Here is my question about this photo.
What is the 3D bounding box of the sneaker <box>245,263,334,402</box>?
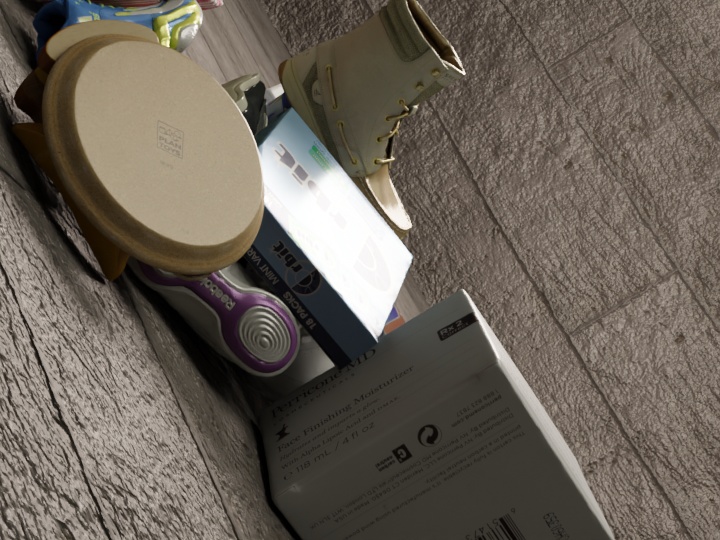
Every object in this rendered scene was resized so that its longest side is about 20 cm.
[{"bbox_3d":[-0.068,0.030,1.349,0.200,0.078,0.100,53,-33,40],"label":"sneaker"}]

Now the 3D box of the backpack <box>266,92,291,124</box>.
[{"bbox_3d":[-0.086,-0.089,1.611,0.183,0.147,0.200,55,7,-34],"label":"backpack"}]

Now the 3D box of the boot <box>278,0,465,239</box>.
[{"bbox_3d":[0.032,-0.139,1.501,0.200,0.154,0.072,61,20,0],"label":"boot"}]

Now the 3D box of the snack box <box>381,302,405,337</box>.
[{"bbox_3d":[0.000,0.000,1.489,0.200,0.024,0.072,62,-6,-10],"label":"snack box"}]

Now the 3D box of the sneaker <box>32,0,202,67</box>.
[{"bbox_3d":[-0.200,-0.198,1.327,0.105,0.076,0.200,46,33,-16],"label":"sneaker"}]

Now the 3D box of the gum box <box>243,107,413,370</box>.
[{"bbox_3d":[-0.037,-0.031,1.314,0.170,0.044,0.200,51,21,-9],"label":"gum box"}]

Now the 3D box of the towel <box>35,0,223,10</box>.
[{"bbox_3d":[-0.207,-0.252,1.444,0.200,0.146,0.030,-22,110,-85],"label":"towel"}]

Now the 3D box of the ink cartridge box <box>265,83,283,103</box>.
[{"bbox_3d":[-0.064,-0.092,1.783,0.084,0.146,0.200,-28,83,-45],"label":"ink cartridge box"}]

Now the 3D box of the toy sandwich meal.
[{"bbox_3d":[-0.156,-0.080,1.135,0.205,0.070,0.206,25,49,-33],"label":"toy sandwich meal"}]

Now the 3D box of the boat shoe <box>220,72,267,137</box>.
[{"bbox_3d":[-0.116,-0.133,1.465,0.200,0.072,0.068,-90,158,-73],"label":"boat shoe"}]

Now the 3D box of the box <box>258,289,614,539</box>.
[{"bbox_3d":[0.057,0.161,1.259,0.200,0.199,0.131,56,6,-24],"label":"box"}]

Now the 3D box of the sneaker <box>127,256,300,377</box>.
[{"bbox_3d":[-0.133,0.001,1.228,0.200,0.075,0.100,53,-18,-19],"label":"sneaker"}]

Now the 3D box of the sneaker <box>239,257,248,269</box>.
[{"bbox_3d":[-0.168,-0.071,1.286,0.088,0.076,0.200,42,-13,51],"label":"sneaker"}]
